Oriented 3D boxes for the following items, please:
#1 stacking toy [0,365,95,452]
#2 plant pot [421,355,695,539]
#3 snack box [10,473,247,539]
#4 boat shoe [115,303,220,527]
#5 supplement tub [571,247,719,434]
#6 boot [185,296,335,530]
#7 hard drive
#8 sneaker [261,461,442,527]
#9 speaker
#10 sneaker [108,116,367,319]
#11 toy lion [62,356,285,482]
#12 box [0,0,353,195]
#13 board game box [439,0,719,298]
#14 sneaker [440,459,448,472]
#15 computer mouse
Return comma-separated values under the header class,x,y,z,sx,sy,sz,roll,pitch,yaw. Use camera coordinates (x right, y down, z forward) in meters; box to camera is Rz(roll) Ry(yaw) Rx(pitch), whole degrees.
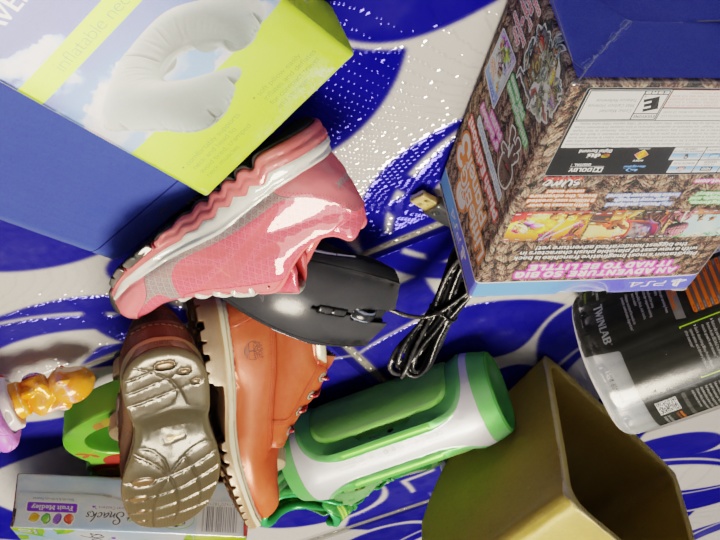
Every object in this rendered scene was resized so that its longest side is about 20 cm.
class,x,y,z,sx,sy,sz,roll,pitch,yaw
stacking toy,-0.296,0.114,0.841,0.199,0.110,0.116,-22,169,-5
plant pot,0.162,0.242,0.995,0.195,0.194,0.200,40,115,-19
snack box,-0.203,0.226,1.010,0.199,0.053,0.142,5,156,-7
boat shoe,-0.141,0.108,0.806,0.072,0.068,0.201,-5,132,-14
supplement tub,0.278,0.041,0.874,0.199,0.123,0.123,-23,146,19
boot,-0.066,0.102,0.845,0.107,0.075,0.201,-11,114,-19
hard drive,-0.187,-0.075,0.642,0.132,0.025,0.200,-34,141,32
sneaker,-0.012,0.201,1.062,0.199,0.084,0.074,-14,147,3
speaker,0.030,0.138,0.977,0.199,0.089,0.088,-21,146,15
sneaker,-0.080,-0.008,0.699,0.200,0.074,0.087,-34,100,30
toy lion,-0.172,0.150,0.965,0.191,0.069,0.200,-27,145,35
box,-0.111,-0.127,0.549,0.122,0.048,0.200,-41,139,19
board game box,0.154,-0.079,0.675,0.159,0.097,0.200,-2,146,-15
sneaker,0.175,0.185,1.121,0.199,0.071,0.080,0,151,-4
computer mouse,0.000,0.000,0.770,0.199,0.046,0.141,25,110,-24
